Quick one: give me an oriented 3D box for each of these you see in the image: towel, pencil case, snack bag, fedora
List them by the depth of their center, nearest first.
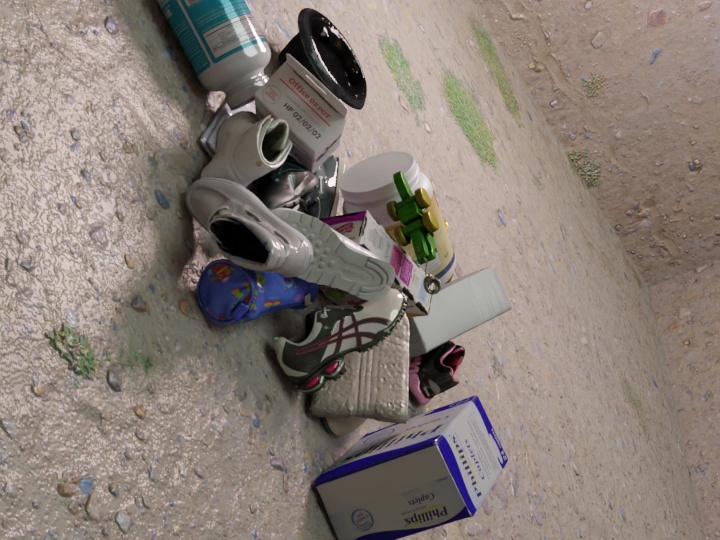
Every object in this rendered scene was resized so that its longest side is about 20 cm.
[{"bbox_3d":[-0.122,0.021,1.277,0.087,0.078,0.200,45,20,15],"label":"pencil case"},{"bbox_3d":[0.002,0.126,1.392,0.200,0.132,0.034,-85,179,-47],"label":"towel"},{"bbox_3d":[-0.148,-0.158,1.473,0.189,0.021,0.200,54,25,-22],"label":"snack bag"},{"bbox_3d":[-0.073,-0.343,1.722,0.201,0.092,0.201,46,30,-36],"label":"fedora"}]

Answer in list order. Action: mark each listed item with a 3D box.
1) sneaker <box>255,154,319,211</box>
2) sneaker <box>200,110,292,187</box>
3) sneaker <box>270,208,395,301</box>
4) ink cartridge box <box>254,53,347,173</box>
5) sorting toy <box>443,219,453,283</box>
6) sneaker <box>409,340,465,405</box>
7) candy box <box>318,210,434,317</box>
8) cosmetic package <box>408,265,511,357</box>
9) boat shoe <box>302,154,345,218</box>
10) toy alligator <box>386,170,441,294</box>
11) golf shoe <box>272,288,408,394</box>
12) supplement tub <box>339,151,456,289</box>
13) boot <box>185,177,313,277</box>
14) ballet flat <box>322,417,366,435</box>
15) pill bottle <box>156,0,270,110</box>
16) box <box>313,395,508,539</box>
[{"bbox_3d":[-0.121,-0.113,1.395,0.079,0.075,0.200,52,19,-8],"label":"sneaker"},{"bbox_3d":[-0.134,-0.171,1.349,0.074,0.116,0.200,50,27,-26],"label":"sneaker"},{"bbox_3d":[-0.050,-0.024,1.307,0.200,0.076,0.081,32,7,-32],"label":"sneaker"},{"bbox_3d":[-0.085,-0.213,1.405,0.115,0.068,0.200,43,-8,1],"label":"ink cartridge box"},{"bbox_3d":[0.058,-0.043,1.736,0.180,0.107,0.200,22,44,-31],"label":"sorting toy"},{"bbox_3d":[0.135,0.142,1.686,0.079,0.095,0.200,53,25,-23],"label":"sneaker"},{"bbox_3d":[0.000,0.000,1.469,0.200,0.136,0.061,43,49,-43],"label":"candy box"},{"bbox_3d":[0.132,0.069,1.630,0.200,0.107,0.090,-26,92,-33],"label":"cosmetic package"},{"bbox_3d":[-0.066,-0.107,1.574,0.062,0.073,0.200,14,48,-5],"label":"boat shoe"},{"bbox_3d":[0.087,-0.049,1.442,0.054,0.059,0.200,26,43,-57],"label":"toy alligator"},{"bbox_3d":[-0.022,0.074,1.326,0.200,0.077,0.088,-39,103,-22],"label":"golf shoe"},{"bbox_3d":[0.056,-0.070,1.573,0.144,0.144,0.200,-76,149,-56],"label":"supplement tub"},{"bbox_3d":[-0.153,-0.058,1.204,0.200,0.074,0.096,30,10,26],"label":"boot"},{"bbox_3d":[0.007,0.168,1.425,0.070,0.069,0.200,62,24,-7],"label":"ballet flat"},{"bbox_3d":[-0.198,-0.329,1.421,0.200,0.111,0.111,63,23,-7],"label":"pill bottle"},{"bbox_3d":[0.070,0.261,1.316,0.105,0.184,0.200,66,23,-1],"label":"box"}]
